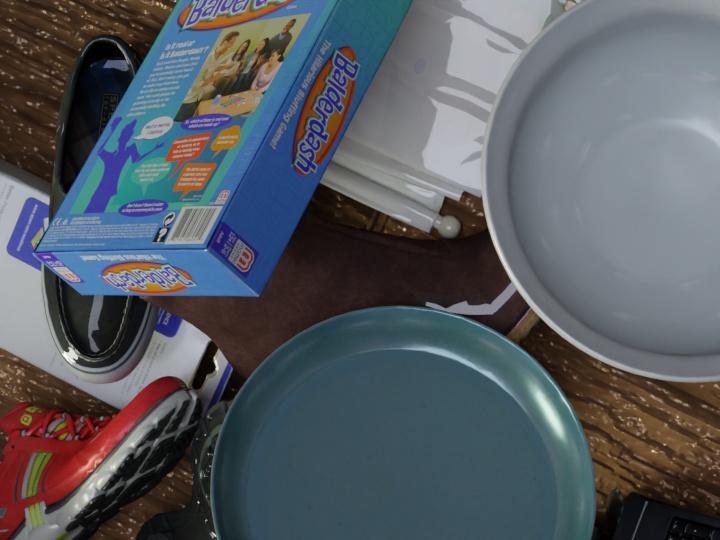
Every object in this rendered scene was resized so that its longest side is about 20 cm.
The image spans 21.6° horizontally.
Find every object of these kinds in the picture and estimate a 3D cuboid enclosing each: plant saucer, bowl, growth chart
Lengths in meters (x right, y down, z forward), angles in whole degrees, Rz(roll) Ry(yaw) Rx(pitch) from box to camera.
[{"bbox_3d":[0.022,0.116,0.983,0.200,0.027,0.200,1,66,-2],"label":"plant saucer"},{"bbox_3d":[0.158,-0.041,0.946,0.201,0.090,0.201,0,84,-1],"label":"bowl"},{"bbox_3d":[0.042,-0.121,1.069,0.145,0.018,0.200,34,103,8],"label":"growth chart"}]

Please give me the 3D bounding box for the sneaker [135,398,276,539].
[{"bbox_3d":[-0.067,0.150,1.087,0.200,0.091,0.076,-56,48,40],"label":"sneaker"}]

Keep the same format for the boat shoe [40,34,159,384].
[{"bbox_3d":[-0.150,-0.038,1.070,0.069,0.057,0.200,0,75,3],"label":"boat shoe"}]

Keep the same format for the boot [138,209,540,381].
[{"bbox_3d":[0.000,0.000,1.029,0.200,0.072,0.166,-38,124,21],"label":"boot"}]

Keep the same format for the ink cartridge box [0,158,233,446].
[{"bbox_3d":[-0.159,0.017,1.122,0.200,0.039,0.100,28,102,10],"label":"ink cartridge box"}]

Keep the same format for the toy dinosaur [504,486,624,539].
[{"bbox_3d":[0.090,0.161,1.035,0.102,0.200,0.077,-47,57,36],"label":"toy dinosaur"}]

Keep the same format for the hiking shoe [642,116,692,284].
[{"bbox_3d":[0.177,-0.036,1.019,0.087,0.074,0.200,-35,92,9],"label":"hiking shoe"}]

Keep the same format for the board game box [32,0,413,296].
[{"bbox_3d":[-0.072,-0.079,0.998,0.152,0.045,0.200,0,56,47],"label":"board game box"}]

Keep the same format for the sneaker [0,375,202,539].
[{"bbox_3d":[-0.174,0.109,1.099,0.200,0.077,0.085,-39,79,34],"label":"sneaker"}]

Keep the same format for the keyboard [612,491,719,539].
[{"bbox_3d":[0.137,0.220,0.993,0.104,0.040,0.200,16,97,-12],"label":"keyboard"}]
